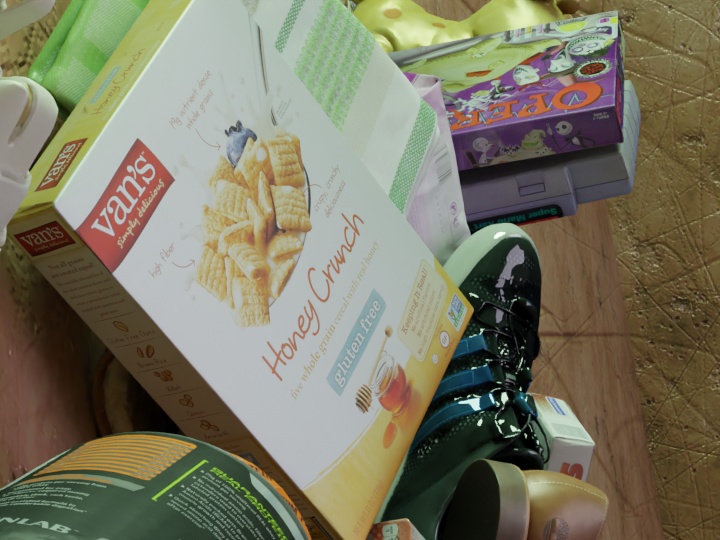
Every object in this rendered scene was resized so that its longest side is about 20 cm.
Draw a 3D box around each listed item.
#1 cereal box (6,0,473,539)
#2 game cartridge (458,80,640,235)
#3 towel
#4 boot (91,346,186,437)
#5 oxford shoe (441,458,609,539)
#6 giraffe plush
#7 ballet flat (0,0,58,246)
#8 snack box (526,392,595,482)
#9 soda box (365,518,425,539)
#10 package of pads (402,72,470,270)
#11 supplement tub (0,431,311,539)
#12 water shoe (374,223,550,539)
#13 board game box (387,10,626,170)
[{"bbox_3d":[-0.042,-0.001,0.870,0.200,0.040,0.144,51,46,-28],"label":"cereal box"},{"bbox_3d":[0.057,-0.054,1.218,0.130,0.200,0.038,-73,149,-61],"label":"game cartridge"},{"bbox_3d":[-0.049,-0.070,0.930,0.200,0.031,0.149,44,52,-33],"label":"towel"},{"bbox_3d":[-0.054,0.070,0.974,0.200,0.066,0.175,-70,137,-66],"label":"boot"},{"bbox_3d":[0.061,0.179,0.953,0.071,0.071,0.200,-121,-136,-58],"label":"oxford shoe"},{"bbox_3d":[0.072,-0.119,1.408,0.173,0.162,0.200,54,31,-64],"label":"giraffe plush"},{"bbox_3d":[-0.131,-0.072,0.704,0.076,0.064,0.200,42,42,-72],"label":"ballet flat"},{"bbox_3d":[0.077,0.166,1.070,0.072,0.024,0.200,-119,-141,-74],"label":"snack box"},{"bbox_3d":[0.006,0.206,0.867,0.064,0.068,0.200,56,25,-56],"label":"soda box"},{"bbox_3d":[0.000,0.000,1.098,0.076,0.120,0.200,-31,118,-40],"label":"package of pads"},{"bbox_3d":[-0.081,0.120,0.674,0.200,0.122,0.123,-27,109,-76],"label":"supplement tub"},{"bbox_3d":[0.062,0.074,1.027,0.071,0.079,0.200,34,70,-44],"label":"water shoe"},{"bbox_3d":[0.046,-0.091,1.192,0.120,0.200,0.032,-81,158,-54],"label":"board game box"}]
